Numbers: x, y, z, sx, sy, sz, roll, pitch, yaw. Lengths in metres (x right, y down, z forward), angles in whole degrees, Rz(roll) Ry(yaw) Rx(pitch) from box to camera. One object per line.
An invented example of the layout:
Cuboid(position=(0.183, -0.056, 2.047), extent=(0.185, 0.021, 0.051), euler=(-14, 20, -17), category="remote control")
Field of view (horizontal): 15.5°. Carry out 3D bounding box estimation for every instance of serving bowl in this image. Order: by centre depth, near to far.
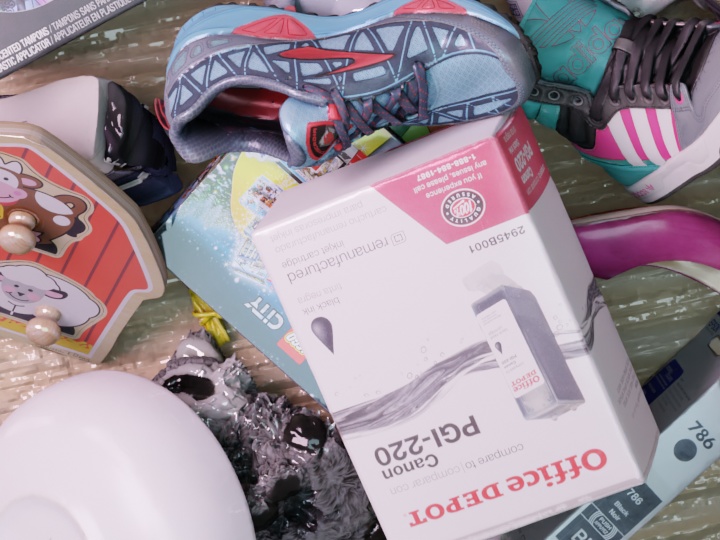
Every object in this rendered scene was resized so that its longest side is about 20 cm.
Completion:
Cuboid(position=(-0.149, 0.157, 1.438), extent=(0.200, 0.066, 0.200), euler=(7, 101, 39), category="serving bowl")

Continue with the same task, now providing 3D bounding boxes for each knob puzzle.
Cuboid(position=(-0.198, -0.015, 1.405), extent=(0.219, 0.220, 0.030), euler=(15, 57, -5), category="knob puzzle")

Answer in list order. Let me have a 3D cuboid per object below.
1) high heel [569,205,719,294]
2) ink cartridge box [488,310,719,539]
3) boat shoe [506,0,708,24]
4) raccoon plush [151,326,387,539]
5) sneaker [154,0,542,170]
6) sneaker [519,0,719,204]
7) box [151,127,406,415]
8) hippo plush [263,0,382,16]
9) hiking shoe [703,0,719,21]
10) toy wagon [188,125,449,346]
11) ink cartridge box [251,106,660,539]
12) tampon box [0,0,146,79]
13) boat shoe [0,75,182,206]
Cuboid(position=(0.184, 0.012, 1.429), extent=(0.200, 0.067, 0.096), euler=(-4, 91, -4), category="high heel")
Cuboid(position=(0.149, 0.109, 1.482), extent=(0.200, 0.099, 0.039), euler=(-44, 99, 7), category="ink cartridge box")
Cuboid(position=(0.179, -0.173, 1.449), extent=(0.200, 0.072, 0.066), euler=(-30, 104, 4), category="boat shoe")
Cuboid(position=(-0.045, 0.119, 1.502), extent=(0.097, 0.134, 0.200), euler=(-46, 134, 0), category="raccoon plush")
Cuboid(position=(-0.007, -0.083, 1.347), extent=(0.200, 0.096, 0.079), euler=(-3, 132, 19), category="sneaker")
Cuboid(position=(0.142, -0.109, 1.368), extent=(0.121, 0.200, 0.084), euler=(32, 68, -6), category="sneaker")
Cuboid(position=(0.000, 0.000, 1.448), extent=(0.200, 0.038, 0.137), euler=(42, 96, -8), category="box")
Cuboid(position=(0.009, -0.183, 1.384), extent=(0.200, 0.159, 0.161), euler=(34, 104, 4), category="hippo plush")
Cuboid(position=(0.220, -0.139, 1.380), extent=(0.200, 0.101, 0.076), euler=(34, 103, -22), category="hiking shoe")
Cuboid(position=(-0.001, -0.010, 1.485), extent=(0.200, 0.040, 0.155), euler=(-25, 100, 2), category="toy wagon")
Cuboid(position=(0.051, 0.035, 1.381), extent=(0.145, 0.085, 0.200), euler=(-21, 102, 16), category="ink cartridge box")
Cuboid(position=(-0.187, -0.218, 1.396), extent=(0.150, 0.126, 0.200), euler=(-28, 100, 3), category="tampon box")
Cuboid(position=(-0.191, -0.056, 1.455), extent=(0.200, 0.093, 0.075), euler=(-3, 74, 28), category="boat shoe")
